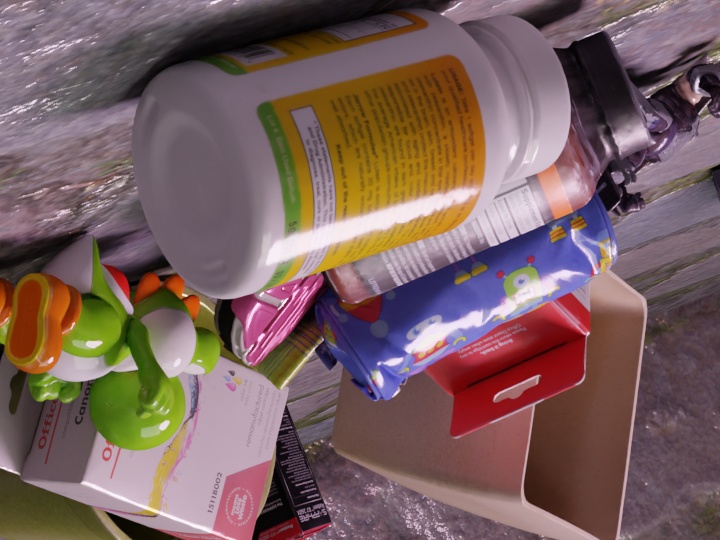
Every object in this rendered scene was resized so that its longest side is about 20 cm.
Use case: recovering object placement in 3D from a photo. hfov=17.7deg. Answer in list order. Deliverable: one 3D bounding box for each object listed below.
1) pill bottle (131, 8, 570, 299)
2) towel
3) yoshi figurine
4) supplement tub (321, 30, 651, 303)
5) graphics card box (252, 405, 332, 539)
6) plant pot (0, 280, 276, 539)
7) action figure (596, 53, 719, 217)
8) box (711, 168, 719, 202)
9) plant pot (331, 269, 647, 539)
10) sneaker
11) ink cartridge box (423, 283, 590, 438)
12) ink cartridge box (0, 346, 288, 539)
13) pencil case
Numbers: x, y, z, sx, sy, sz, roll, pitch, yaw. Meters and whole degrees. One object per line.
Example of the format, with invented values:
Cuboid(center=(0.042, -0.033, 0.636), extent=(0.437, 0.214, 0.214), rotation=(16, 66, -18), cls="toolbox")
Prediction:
Cuboid(center=(0.001, -0.064, 1.109), extent=(0.199, 0.112, 0.111), rotation=(-18, 171, -34), cls="pill bottle")
Cuboid(center=(0.000, 0.000, 1.554), extent=(0.200, 0.023, 0.144), rotation=(-42, -165, -7), cls="towel")
Cuboid(center=(-0.159, 0.060, 1.389), extent=(0.112, 0.113, 0.200), rotation=(-40, 152, 21), cls="yoshi figurine")
Cuboid(center=(0.060, -0.065, 1.307), extent=(0.199, 0.107, 0.107), rotation=(-23, 173, 4), cls="supplement tub")
Cuboid(center=(-0.115, 0.144, 1.922), extent=(0.125, 0.201, 0.051), rotation=(-28, 170, 33), cls="graphics card box")
Cuboid(center=(-0.194, 0.122, 1.667), extent=(0.184, 0.202, 0.200), rotation=(-13, -179, 42), cls="plant pot")
Cuboid(center=(0.198, -0.093, 1.594), extent=(0.130, 0.069, 0.200), rotation=(-58, 162, 20), cls="action figure")
Cuboid(center=(0.456, -0.026, 2.405), extent=(0.123, 0.199, 0.200), rotation=(-21, 173, 9), cls="box")
Cuboid(center=(0.091, 0.091, 1.741), extent=(0.176, 0.201, 0.200), rotation=(1, 164, 27), cls="plant pot")
Cuboid(center=(-0.071, 0.001, 1.428), extent=(0.074, 0.087, 0.200), rotation=(-51, 178, 8), cls="sneaker")
Cuboid(center=(0.092, 0.005, 1.579), extent=(0.116, 0.201, 0.067), rotation=(-27, 128, 28), cls="ink cartridge box")
Cuboid(center=(-0.147, 0.100, 1.519), extent=(0.067, 0.117, 0.200), rotation=(0, 161, 44), cls="ink cartridge box")
Cuboid(center=(0.066, 0.010, 1.457), extent=(0.199, 0.087, 0.078), rotation=(-30, -147, -9), cls="pencil case")
